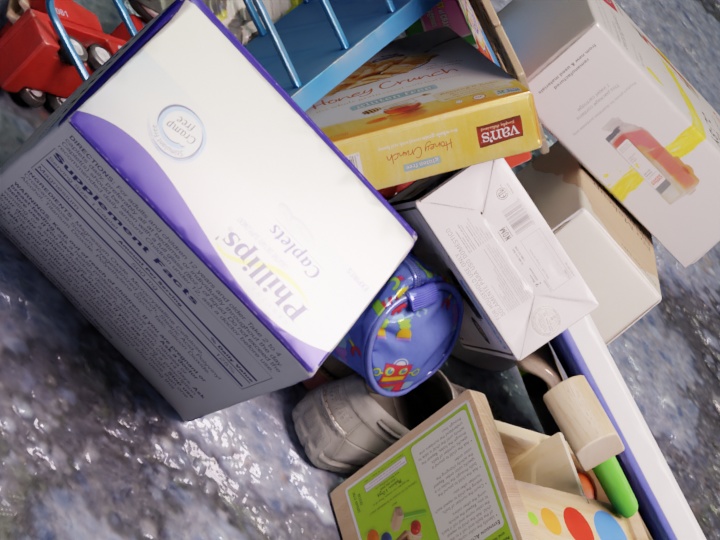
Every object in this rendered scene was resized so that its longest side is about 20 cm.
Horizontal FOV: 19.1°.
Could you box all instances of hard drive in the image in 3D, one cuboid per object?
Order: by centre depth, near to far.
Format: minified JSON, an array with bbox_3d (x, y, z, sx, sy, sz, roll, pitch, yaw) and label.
[{"bbox_3d":[0.174,0.111,1.405,0.201,0.025,0.132,62,1,-3],"label":"hard drive"}]

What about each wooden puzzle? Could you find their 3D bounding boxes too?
[{"bbox_3d":[0.145,0.120,1.470,0.201,0.037,0.185,61,5,-15],"label":"wooden puzzle"}]

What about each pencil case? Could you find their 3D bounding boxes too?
[{"bbox_3d":[-0.026,-0.008,1.323,0.078,0.087,0.200,-24,47,-35],"label":"pencil case"}]

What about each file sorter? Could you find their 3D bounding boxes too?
[{"bbox_3d":[-0.068,-0.169,1.298,0.200,0.138,0.123,-41,115,-35],"label":"file sorter"}]

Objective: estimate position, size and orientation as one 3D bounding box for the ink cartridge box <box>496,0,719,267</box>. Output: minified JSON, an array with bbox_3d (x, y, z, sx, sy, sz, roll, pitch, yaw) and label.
[{"bbox_3d":[0.197,-0.120,1.591,0.200,0.083,0.146,43,18,-23],"label":"ink cartridge box"}]

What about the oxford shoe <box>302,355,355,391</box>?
[{"bbox_3d":[0.000,0.000,1.428,0.070,0.075,0.201,35,33,-26],"label":"oxford shoe"}]

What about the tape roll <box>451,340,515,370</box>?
[{"bbox_3d":[0.069,-0.020,1.591,0.202,0.037,0.204,35,33,-27],"label":"tape roll"}]

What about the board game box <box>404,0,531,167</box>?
[{"bbox_3d":[0.054,-0.185,1.486,0.154,0.040,0.201,-102,166,-45],"label":"board game box"}]

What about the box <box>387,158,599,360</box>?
[{"bbox_3d":[0.074,-0.009,1.340,0.117,0.060,0.200,56,-5,-5],"label":"box"}]

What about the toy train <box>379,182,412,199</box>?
[{"bbox_3d":[-0.024,-0.100,1.440,0.115,0.085,0.200,14,9,12],"label":"toy train"}]

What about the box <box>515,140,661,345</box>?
[{"bbox_3d":[0.159,-0.022,1.568,0.095,0.078,0.200,47,17,-14],"label":"box"}]

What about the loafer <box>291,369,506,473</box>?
[{"bbox_3d":[0.039,0.096,1.383,0.199,0.070,0.070,4,54,-54],"label":"loafer"}]

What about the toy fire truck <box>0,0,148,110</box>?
[{"bbox_3d":[-0.202,-0.168,1.351,0.199,0.049,0.142,13,44,-52],"label":"toy fire truck"}]

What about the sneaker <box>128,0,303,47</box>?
[{"bbox_3d":[-0.079,-0.166,1.445,0.199,0.084,0.075,9,70,-36],"label":"sneaker"}]

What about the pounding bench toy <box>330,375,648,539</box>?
[{"bbox_3d":[0.115,0.151,1.297,0.155,0.200,0.125,18,43,-44],"label":"pounding bench toy"}]

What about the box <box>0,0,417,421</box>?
[{"bbox_3d":[-0.095,-0.028,1.176,0.184,0.200,0.105,46,65,-10],"label":"box"}]

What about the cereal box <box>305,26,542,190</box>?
[{"bbox_3d":[0.013,-0.096,1.290,0.200,0.143,0.040,-126,-158,-69],"label":"cereal box"}]

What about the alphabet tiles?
[{"bbox_3d":[0.067,-0.182,1.333,0.201,0.007,0.167,65,4,16],"label":"alphabet tiles"}]
